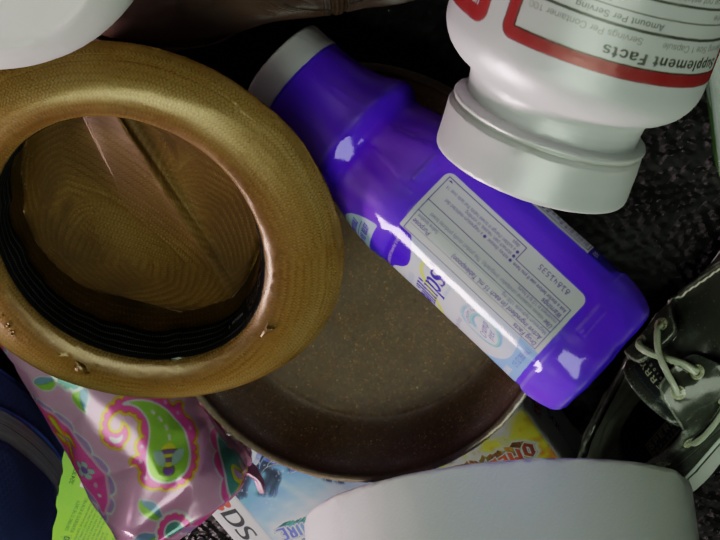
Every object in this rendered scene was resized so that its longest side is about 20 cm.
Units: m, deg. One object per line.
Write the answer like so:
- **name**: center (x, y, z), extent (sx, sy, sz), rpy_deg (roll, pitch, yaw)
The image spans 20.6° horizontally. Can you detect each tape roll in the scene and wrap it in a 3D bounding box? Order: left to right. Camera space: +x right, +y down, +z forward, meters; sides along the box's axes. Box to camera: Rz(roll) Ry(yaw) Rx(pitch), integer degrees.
- **tape roll**: center (0.072, 0.153, 0.999), extent (0.202, 0.071, 0.203), rpy_deg (-5, 161, -2)

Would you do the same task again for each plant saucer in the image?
- **plant saucer**: center (0.000, 0.000, 0.950), extent (0.200, 0.037, 0.201), rpy_deg (2, 98, 15)

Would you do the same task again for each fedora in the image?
- **fedora**: center (-0.098, -0.033, 0.892), extent (0.200, 0.082, 0.201), rpy_deg (2, 130, 3)

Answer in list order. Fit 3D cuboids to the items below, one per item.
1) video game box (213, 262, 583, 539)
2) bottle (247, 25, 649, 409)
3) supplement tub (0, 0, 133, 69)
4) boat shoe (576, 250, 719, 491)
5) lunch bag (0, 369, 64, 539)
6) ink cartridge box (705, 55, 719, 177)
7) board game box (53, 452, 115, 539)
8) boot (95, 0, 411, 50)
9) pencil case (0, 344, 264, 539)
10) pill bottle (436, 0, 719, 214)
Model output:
- **video game box**: center (-0.008, 0.077, 1.060), extent (0.200, 0.047, 0.182), rpy_deg (-22, 126, 23)
- **bottle**: center (0.036, -0.026, 0.876), extent (0.200, 0.065, 0.084), rpy_deg (43, 170, 6)
- **supplement tub**: center (-0.128, -0.182, 0.746), extent (0.140, 0.200, 0.141), rpy_deg (4, 130, 5)
- **boat shoe**: center (0.167, 0.052, 0.988), extent (0.064, 0.071, 0.200), rpy_deg (-9, 140, -32)
- **lunch bag**: center (-0.256, 0.112, 1.021), extent (0.199, 0.133, 0.136), rpy_deg (-5, 151, 19)
- **ink cartridge box**: center (0.249, -0.108, 0.861), extent (0.199, 0.059, 0.104), rpy_deg (-6, 128, 11)
- **board game box**: center (-0.216, 0.106, 1.120), extent (0.200, 0.030, 0.096), rpy_deg (18, 130, -12)
- **boot**: center (-0.049, -0.129, 0.790), extent (0.186, 0.200, 0.064), rpy_deg (-10, 95, 5)
- **pencil case**: center (-0.131, 0.046, 0.983), extent (0.087, 0.087, 0.200), rpy_deg (-28, 100, 27)
- **pill bottle**: center (0.100, -0.130, 0.791), extent (0.112, 0.112, 0.200), rpy_deg (16, 112, -7)
